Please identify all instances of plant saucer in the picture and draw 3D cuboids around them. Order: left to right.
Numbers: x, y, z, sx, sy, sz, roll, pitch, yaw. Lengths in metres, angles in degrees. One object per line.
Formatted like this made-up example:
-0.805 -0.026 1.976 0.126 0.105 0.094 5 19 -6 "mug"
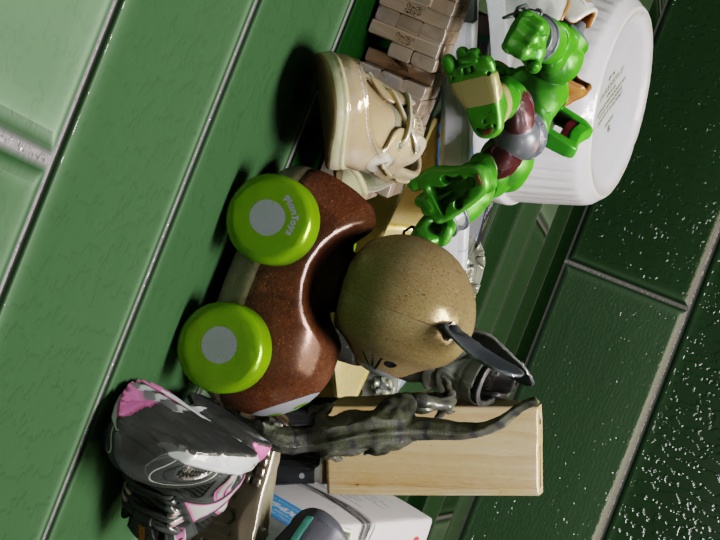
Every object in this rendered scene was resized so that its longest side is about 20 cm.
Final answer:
0.000 0.000 1.637 0.200 0.048 0.201 85 28 -66 "plant saucer"

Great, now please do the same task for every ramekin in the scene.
0.169 -0.145 1.740 0.202 0.094 0.204 15 90 -70 "ramekin"

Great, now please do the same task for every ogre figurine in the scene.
0.102 -0.103 1.513 0.120 0.098 0.202 -27 129 -52 "ogre figurine"

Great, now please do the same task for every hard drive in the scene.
0.074 -0.117 1.641 0.132 0.026 0.202 -83 174 -64 "hard drive"

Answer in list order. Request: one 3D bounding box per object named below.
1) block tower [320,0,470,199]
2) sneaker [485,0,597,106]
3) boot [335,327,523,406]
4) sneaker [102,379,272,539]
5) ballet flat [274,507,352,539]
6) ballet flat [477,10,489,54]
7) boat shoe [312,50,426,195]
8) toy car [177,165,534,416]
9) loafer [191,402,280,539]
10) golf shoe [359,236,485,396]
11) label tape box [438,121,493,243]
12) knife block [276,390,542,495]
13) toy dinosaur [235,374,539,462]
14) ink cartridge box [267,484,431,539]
0.031 -0.146 1.482 0.058 0.054 0.201 -29 139 -76 "block tower"
0.137 -0.220 1.618 0.073 0.084 0.202 -15 97 -65 "sneaker"
0.057 0.059 1.548 0.200 0.130 0.068 -22 133 -76 "boot"
-0.107 0.124 1.251 0.087 0.080 0.200 -58 164 0 "sneaker"
-0.018 0.216 1.473 0.073 0.073 0.200 -65 158 -21 "ballet flat"
0.116 -0.179 1.823 0.200 0.071 0.070 19 92 -80 "ballet flat"
0.008 -0.094 1.365 0.200 0.064 0.073 72 11 -76 "boat shoe"
0.011 0.037 1.329 0.164 0.199 0.159 16 95 -80 "toy car"
-0.095 0.184 1.429 0.068 0.075 0.201 35 76 -74 "loafer"
0.031 0.050 1.824 0.200 0.078 0.097 -52 177 -1 "golf shoe"
0.072 -0.037 1.897 0.143 0.066 0.201 -53 163 -58 "label tape box"
0.009 0.125 1.518 0.174 0.199 0.065 -4 94 -34 "knife block"
0.023 0.098 1.388 0.088 0.198 0.048 -14 97 -78 "toy dinosaur"
-0.047 0.237 1.595 0.199 0.084 0.147 5 106 -57 "ink cartridge box"
